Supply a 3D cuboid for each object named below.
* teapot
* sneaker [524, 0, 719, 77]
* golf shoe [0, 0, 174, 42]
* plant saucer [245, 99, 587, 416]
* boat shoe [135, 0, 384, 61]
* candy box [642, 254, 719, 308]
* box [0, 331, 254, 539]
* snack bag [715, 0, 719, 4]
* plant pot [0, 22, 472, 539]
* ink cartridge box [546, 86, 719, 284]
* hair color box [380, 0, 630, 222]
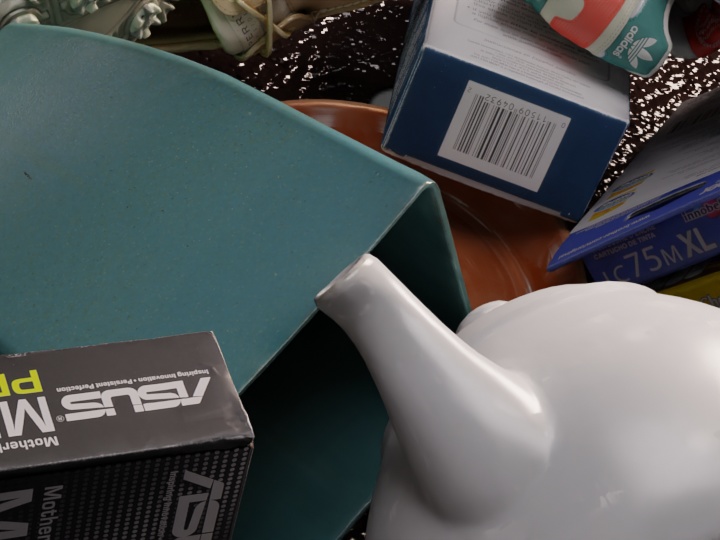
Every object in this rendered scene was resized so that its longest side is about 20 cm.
[{"bbox_3d":[0.079,0.074,0.701,0.197,0.200,0.146,-16,56,-23],"label":"teapot"},{"bbox_3d":[0.143,-0.142,0.937,0.093,0.070,0.200,44,35,7],"label":"sneaker"},{"bbox_3d":[-0.170,-0.106,0.806,0.200,0.078,0.097,-28,63,-24],"label":"golf shoe"},{"bbox_3d":[0.000,0.000,0.869,0.200,0.032,0.200,9,44,-8],"label":"plant saucer"},{"bbox_3d":[-0.059,-0.132,0.937,0.200,0.074,0.069,-4,53,20],"label":"boat shoe"},{"bbox_3d":[0.201,-0.019,0.844,0.102,0.200,0.026,-36,99,-43],"label":"candy box"},{"bbox_3d":[-0.127,0.108,0.593,0.160,0.200,0.044,-5,47,-22],"label":"box"},{"bbox_3d":[0.194,-0.165,0.922,0.188,0.021,0.200,34,36,3],"label":"snack bag"},{"bbox_3d":[-0.081,0.005,0.739,0.200,0.141,0.141,34,71,27],"label":"plant pot"},{"bbox_3d":[0.171,-0.048,0.890,0.042,0.119,0.200,61,36,-8],"label":"ink cartridge box"},{"bbox_3d":[0.074,-0.110,0.954,0.100,0.061,0.200,21,32,-5],"label":"hair color box"}]
